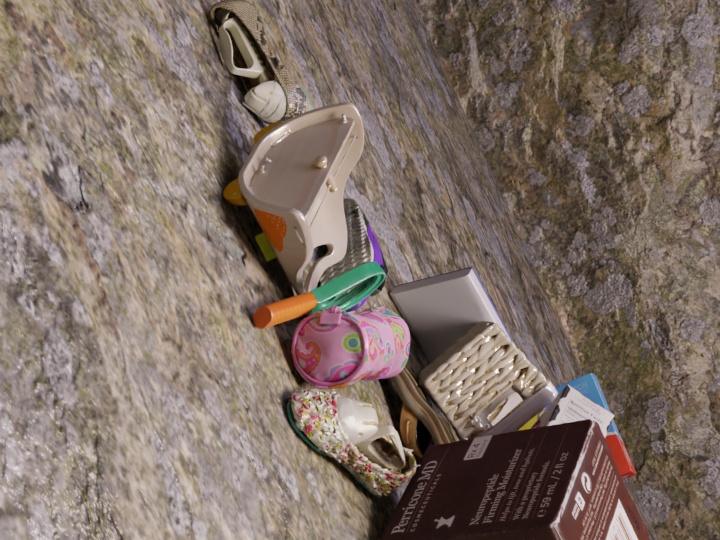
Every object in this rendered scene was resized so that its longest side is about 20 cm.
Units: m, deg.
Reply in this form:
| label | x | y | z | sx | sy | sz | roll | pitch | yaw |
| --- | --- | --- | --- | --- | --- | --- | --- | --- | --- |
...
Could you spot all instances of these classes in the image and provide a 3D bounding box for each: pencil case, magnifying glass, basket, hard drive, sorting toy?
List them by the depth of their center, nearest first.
| label | x | y | z | sx | sy | sz | roll | pitch | yaw |
| --- | --- | --- | --- | --- | --- | --- | --- | --- | --- |
| magnifying glass | -0.040 | 0.030 | 1.312 | 0.022 | 0.080 | 0.200 | 55 | 32 | 14 |
| pencil case | -0.006 | 0.078 | 1.359 | 0.088 | 0.087 | 0.200 | 67 | 15 | 7 |
| sorting toy | -0.058 | -0.049 | 1.382 | 0.200 | 0.107 | 0.180 | -66 | 148 | -47 |
| basket | 0.155 | 0.148 | 1.650 | 0.123 | 0.136 | 0.200 | 50 | -1 | 3 |
| hard drive | 0.142 | 0.094 | 1.788 | 0.200 | 0.132 | 0.025 | 60 | 38 | -21 |

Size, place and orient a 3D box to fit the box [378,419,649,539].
| label | x | y | z | sx | sy | sz | roll | pitch | yaw |
| --- | --- | --- | --- | --- | --- | --- | --- | --- | --- |
| box | 0.158 | 0.274 | 1.299 | 0.164 | 0.200 | 0.166 | 63 | 34 | -21 |

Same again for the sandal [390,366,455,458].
| label | x | y | z | sx | sy | sz | roll | pitch | yaw |
| --- | --- | --- | --- | --- | --- | --- | --- | --- | --- |
| sandal | 0.069 | 0.185 | 1.543 | 0.200 | 0.054 | 0.080 | 56 | 3 | 26 |

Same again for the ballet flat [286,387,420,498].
| label | x | y | z | sx | sy | sz | roll | pitch | yaw |
| --- | --- | --- | --- | --- | --- | --- | --- | --- | --- |
| ballet flat | -0.002 | 0.163 | 1.283 | 0.200 | 0.064 | 0.076 | 47 | 25 | -50 |

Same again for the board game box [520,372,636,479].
| label | x | y | z | sx | sy | sz | roll | pitch | yaw |
| --- | --- | --- | --- | --- | --- | --- | --- | --- | --- |
| board game box | 0.270 | 0.254 | 1.835 | 0.040 | 0.200 | 0.153 | 35 | 33 | -64 |

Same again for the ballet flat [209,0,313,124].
| label | x | y | z | sx | sy | sz | roll | pitch | yaw |
| --- | --- | --- | --- | --- | --- | --- | --- | --- | --- |
| ballet flat | -0.125 | -0.235 | 1.533 | 0.075 | 0.068 | 0.200 | -18 | 77 | -54 |

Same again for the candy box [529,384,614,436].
| label | x | y | z | sx | sy | sz | roll | pitch | yaw |
| --- | --- | --- | --- | --- | --- | --- | --- | --- | --- |
| candy box | 0.202 | 0.256 | 1.504 | 0.071 | 0.168 | 0.200 | 33 | 40 | 4 |

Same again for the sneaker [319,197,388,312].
| label | x | y | z | sx | sy | sz | roll | pitch | yaw |
| --- | --- | --- | --- | --- | --- | --- | --- | --- | --- |
| sneaker | 0.001 | 0.000 | 1.555 | 0.100 | 0.069 | 0.200 | 59 | 16 | -32 |
